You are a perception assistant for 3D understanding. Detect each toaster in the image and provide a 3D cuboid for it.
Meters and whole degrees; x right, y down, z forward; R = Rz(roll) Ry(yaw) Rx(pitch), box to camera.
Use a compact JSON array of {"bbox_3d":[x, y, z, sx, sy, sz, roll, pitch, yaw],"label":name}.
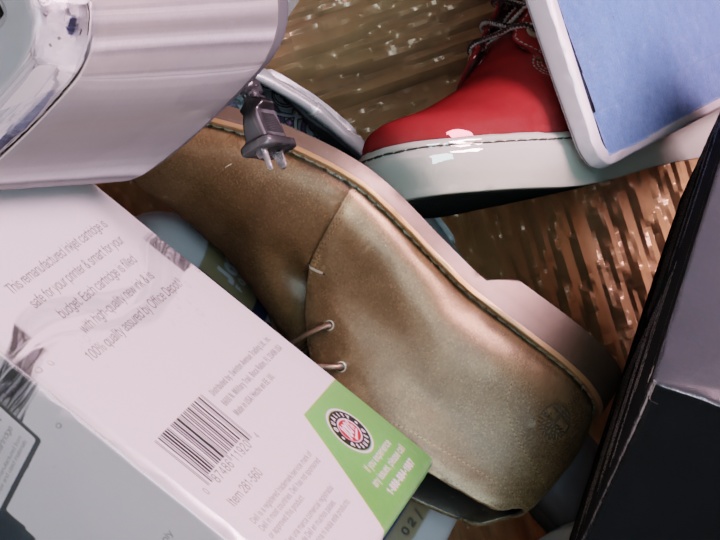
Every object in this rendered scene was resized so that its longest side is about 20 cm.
[{"bbox_3d":[-0.115,-0.101,0.851,0.114,0.129,0.200,-39,78,29],"label":"toaster"}]

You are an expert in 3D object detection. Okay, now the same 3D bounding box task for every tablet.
[{"bbox_3d":[0.116,-0.123,1.031,0.200,0.014,0.131,-27,101,-52],"label":"tablet"}]

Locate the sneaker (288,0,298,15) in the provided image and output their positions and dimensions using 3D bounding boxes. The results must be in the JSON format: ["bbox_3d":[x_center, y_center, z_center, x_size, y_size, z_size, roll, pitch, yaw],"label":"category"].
[{"bbox_3d":[-0.080,-0.119,0.943,0.104,0.200,0.076,23,67,-19],"label":"sneaker"}]

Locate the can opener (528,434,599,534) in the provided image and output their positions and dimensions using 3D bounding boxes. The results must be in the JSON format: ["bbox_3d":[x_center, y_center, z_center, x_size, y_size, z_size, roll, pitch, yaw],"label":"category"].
[{"bbox_3d":[0.119,0.101,1.025,0.067,0.053,0.200,-43,96,-9],"label":"can opener"}]

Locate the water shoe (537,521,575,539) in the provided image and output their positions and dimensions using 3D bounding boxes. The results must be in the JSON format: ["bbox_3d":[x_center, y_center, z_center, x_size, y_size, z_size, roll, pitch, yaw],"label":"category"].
[{"bbox_3d":[0.045,0.175,1.004,0.071,0.079,0.200,39,123,3],"label":"water shoe"}]

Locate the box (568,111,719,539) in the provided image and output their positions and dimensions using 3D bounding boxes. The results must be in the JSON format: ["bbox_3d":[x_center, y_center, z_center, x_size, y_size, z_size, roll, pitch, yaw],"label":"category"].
[{"bbox_3d":[0.140,0.014,0.946,0.079,0.141,0.200,19,52,5],"label":"box"}]

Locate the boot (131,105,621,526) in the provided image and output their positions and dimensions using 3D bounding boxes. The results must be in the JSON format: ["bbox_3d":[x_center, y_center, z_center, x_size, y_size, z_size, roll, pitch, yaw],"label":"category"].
[{"bbox_3d":[-0.009,0.013,0.948,0.200,0.074,0.076,34,69,-3],"label":"boot"}]

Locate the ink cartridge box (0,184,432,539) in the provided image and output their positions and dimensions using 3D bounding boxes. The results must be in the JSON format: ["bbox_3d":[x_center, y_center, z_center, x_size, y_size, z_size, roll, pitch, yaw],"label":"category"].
[{"bbox_3d":[-0.090,0.048,0.864,0.200,0.146,0.084,39,110,3],"label":"ink cartridge box"}]

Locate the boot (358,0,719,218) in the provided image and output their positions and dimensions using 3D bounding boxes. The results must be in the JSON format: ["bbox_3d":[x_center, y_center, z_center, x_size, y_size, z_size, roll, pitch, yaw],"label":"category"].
[{"bbox_3d":[0.059,-0.099,1.016,0.200,0.072,0.145,-18,98,-51],"label":"boot"}]

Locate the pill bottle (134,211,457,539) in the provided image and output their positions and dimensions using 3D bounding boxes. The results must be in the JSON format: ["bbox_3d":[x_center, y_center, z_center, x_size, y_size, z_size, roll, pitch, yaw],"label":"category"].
[{"bbox_3d":[-0.066,0.049,1.001,0.200,0.111,0.111,39,83,-13],"label":"pill bottle"}]

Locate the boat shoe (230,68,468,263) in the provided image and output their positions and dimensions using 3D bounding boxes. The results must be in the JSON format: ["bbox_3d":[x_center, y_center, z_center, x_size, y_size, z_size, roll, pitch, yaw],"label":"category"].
[{"bbox_3d":[0.000,-0.001,1.037,0.070,0.071,0.201,-46,103,-9],"label":"boat shoe"}]
